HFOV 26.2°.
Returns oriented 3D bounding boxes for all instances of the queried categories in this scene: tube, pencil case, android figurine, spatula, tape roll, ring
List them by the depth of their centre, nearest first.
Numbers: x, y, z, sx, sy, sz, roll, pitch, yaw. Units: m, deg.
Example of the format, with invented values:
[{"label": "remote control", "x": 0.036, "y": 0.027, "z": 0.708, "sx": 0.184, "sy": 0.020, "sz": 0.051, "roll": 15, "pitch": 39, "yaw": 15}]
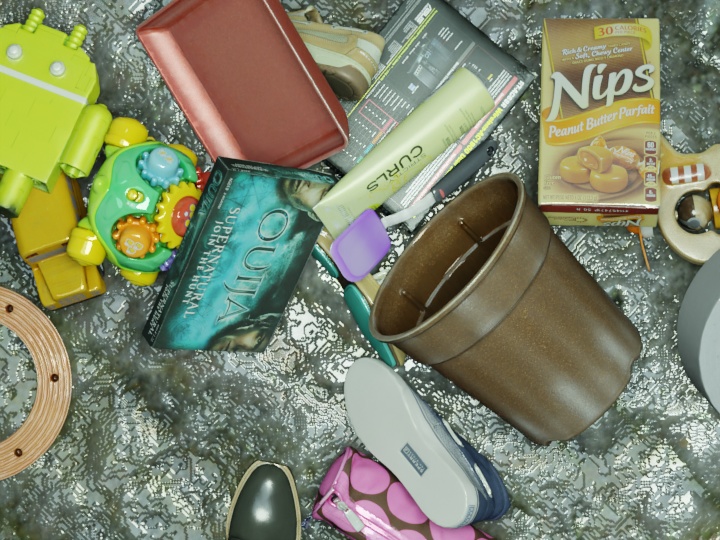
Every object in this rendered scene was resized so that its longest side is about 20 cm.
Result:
[{"label": "tube", "x": 0.040, "y": -0.108, "z": 1.468, "sx": 0.200, "sy": 0.052, "sz": 0.058, "roll": -41, "pitch": 112, "yaw": -4}, {"label": "android figurine", "x": -0.326, "y": -0.155, "z": 1.476, "sx": 0.181, "sy": 0.041, "sz": 0.201, "roll": 23, "pitch": 75, "yaw": 5}, {"label": "spatula", "x": 0.055, "y": -0.063, "z": 1.479, "sx": 0.200, "sy": 0.021, "sz": 0.057, "roll": -37, "pitch": 125, "yaw": -10}, {"label": "tape roll", "x": 0.409, "y": 0.060, "z": 1.490, "sx": 0.199, "sy": 0.066, "sz": 0.202, "roll": -3, "pitch": 110, "yaw": -8}, {"label": "pencil case", "x": 0.047, "y": 0.258, "z": 1.509, "sx": 0.199, "sy": 0.094, "sz": 0.091, "roll": 30, "pitch": 89, "yaw": 0}, {"label": "ring", "x": -0.387, "y": 0.112, "z": 1.551, "sx": 0.199, "sy": 0.019, "sz": 0.202, "roll": 0, "pitch": 90, "yaw": 0}]

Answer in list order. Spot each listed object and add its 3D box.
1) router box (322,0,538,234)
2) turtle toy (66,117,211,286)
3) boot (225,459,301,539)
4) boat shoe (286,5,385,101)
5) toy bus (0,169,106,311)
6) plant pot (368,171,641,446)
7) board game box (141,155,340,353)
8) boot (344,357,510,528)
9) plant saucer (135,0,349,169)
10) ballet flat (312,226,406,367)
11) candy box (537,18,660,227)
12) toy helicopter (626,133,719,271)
[{"label": "router box", "x": 0.055, "y": -0.159, "z": 1.529, "sx": 0.150, "sy": 0.062, "sz": 0.200, "roll": 39, "pitch": 90, "yaw": 1}, {"label": "turtle toy", "x": -0.181, "y": -0.052, "z": 1.484, "sx": 0.101, "sy": 0.200, "sz": 0.147, "roll": 14, "pitch": 83, "yaw": 38}, {"label": "boot", "x": -0.102, "y": 0.289, "z": 1.487, "sx": 0.077, "sy": 0.138, "sz": 0.202, "roll": 8, "pitch": 88, "yaw": 1}, {"label": "boat shoe", "x": -0.062, "y": -0.223, "z": 1.509, "sx": 0.199, "sy": 0.072, "sz": 0.076, "roll": 21, "pitch": 71, "yaw": 27}, {"label": "toy bus", "x": -0.307, "y": -0.067, "z": 1.513, "sx": 0.065, "sy": 0.078, "sz": 0.201, "roll": -18, "pitch": 74, "yaw": 0}, {"label": "plant pot", "x": 0.145, "y": 0.047, "z": 1.458, "sx": 0.198, "sy": 0.200, "sz": 0.200, "roll": 42, "pitch": 90, "yaw": -19}, {"label": "board game box", "x": -0.112, "y": -0.010, "z": 1.468, "sx": 0.135, "sy": 0.028, "sz": 0.201, "roll": 5, "pitch": 122, "yaw": -39}, {"label": "boot", "x": 0.064, "y": 0.171, "z": 1.528, "sx": 0.073, "sy": 0.090, "sz": 0.200, "roll": -46, "pitch": 62, "yaw": 22}, {"label": "plant saucer", "x": -0.106, "y": -0.183, "z": 1.475, "sx": 0.037, "sy": 0.200, "sz": 0.200, "roll": -37, "pitch": 100, "yaw": -36}, {"label": "ballet flat", "x": 0.000, "y": 0.000, "z": 1.528, "sx": 0.063, "sy": 0.069, "sz": 0.201, "roll": -35, "pitch": 90, "yaw": -14}, {"label": "candy box", "x": 0.230, "y": -0.144, "z": 1.497, "sx": 0.115, "sy": 0.055, "sz": 0.201, "roll": 1, "pitch": 70, "yaw": 6}, {"label": "toy helicopter", "x": 0.300, "y": -0.091, "z": 1.533, "sx": 0.132, "sy": 0.079, "sz": 0.201, "roll": -37, "pitch": 78, "yaw": 6}]
